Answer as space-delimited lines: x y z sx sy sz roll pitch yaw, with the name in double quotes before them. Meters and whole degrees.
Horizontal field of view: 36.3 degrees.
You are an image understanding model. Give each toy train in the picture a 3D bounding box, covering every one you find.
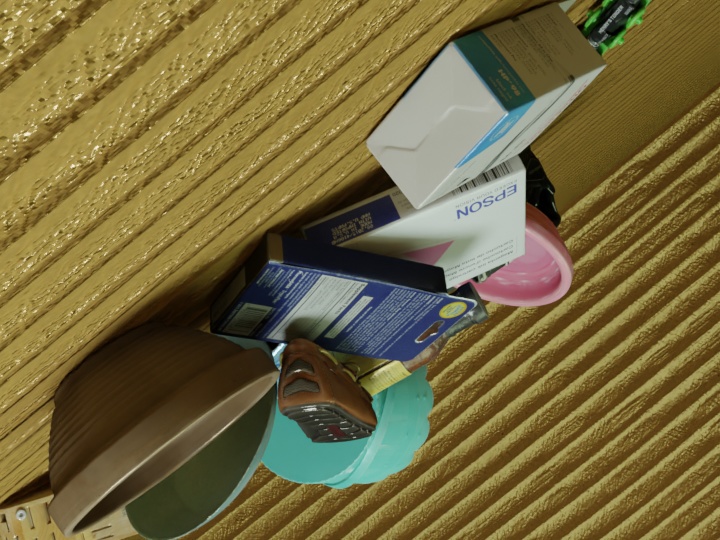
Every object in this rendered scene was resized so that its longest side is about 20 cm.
"toy train" 0.208 -0.203 1.018 0.056 0.042 0.200 -46 178 -32

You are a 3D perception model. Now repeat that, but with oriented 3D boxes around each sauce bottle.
"sauce bottle" 0.032 0.078 1.081 0.199 0.066 0.066 -28 174 10

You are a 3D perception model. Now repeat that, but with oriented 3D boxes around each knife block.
"knife block" -0.279 0.238 1.153 0.198 0.065 0.175 -15 -177 -21

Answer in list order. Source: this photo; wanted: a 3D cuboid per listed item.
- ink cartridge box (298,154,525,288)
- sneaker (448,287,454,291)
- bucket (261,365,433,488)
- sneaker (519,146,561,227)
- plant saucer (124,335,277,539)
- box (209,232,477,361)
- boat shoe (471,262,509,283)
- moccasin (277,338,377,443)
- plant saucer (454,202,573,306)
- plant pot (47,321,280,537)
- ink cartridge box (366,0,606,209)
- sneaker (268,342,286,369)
"ink cartridge box" 0.056 -0.012 0.993 0.195 0.044 0.200 -24 149 -4
"sneaker" 0.095 0.006 1.530 0.199 0.076 0.114 -40 175 35
"bucket" -0.029 0.147 1.243 0.207 0.208 0.135 -41 160 19
"sneaker" 0.169 -0.070 1.341 0.076 0.115 0.199 -31 171 -36
"plant saucer" -0.133 0.149 0.974 0.200 0.039 0.202 -32 -140 31
"box" -0.014 0.028 0.928 0.199 0.033 0.121 12 144 -28
"boat shoe" 0.101 -0.045 1.078 0.064 0.071 0.200 -44 143 -1
"moccasin" -0.032 0.109 0.981 0.073 0.078 0.201 -11 159 15
"plant saucer" 0.153 -0.032 1.273 0.051 0.199 0.201 -66 -175 -25
"plant pot" -0.166 0.104 0.839 0.200 0.093 0.201 -37 172 -6
"ink cartridge box" 0.108 -0.133 0.838 0.200 0.067 0.116 -31 168 -47
"sneaker" -0.100 0.072 1.099 0.090 0.079 0.200 -19 152 -41
